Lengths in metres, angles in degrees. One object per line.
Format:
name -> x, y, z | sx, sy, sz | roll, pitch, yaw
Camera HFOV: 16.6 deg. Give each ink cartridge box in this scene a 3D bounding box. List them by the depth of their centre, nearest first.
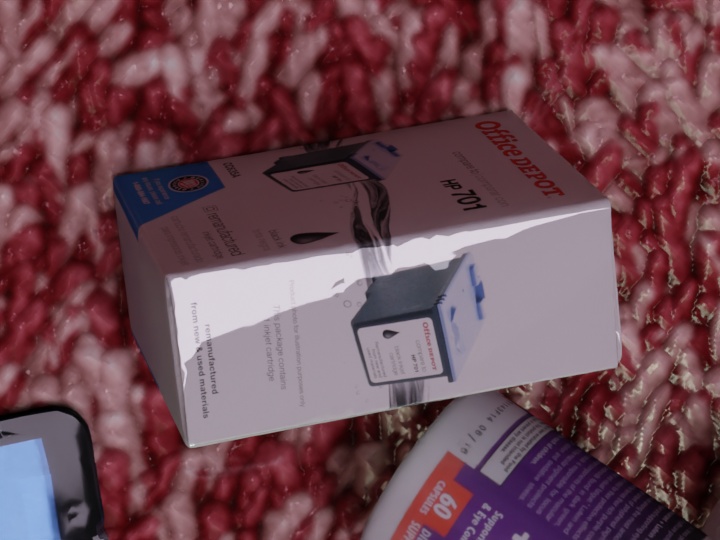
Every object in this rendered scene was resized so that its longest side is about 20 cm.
ink cartridge box -> 0.000, 0.000, 1.111 | 0.198, 0.146, 0.087 | -11, 112, -12

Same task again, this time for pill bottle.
pill bottle -> 0.106, 0.152, 1.170 | 0.199, 0.111, 0.112 | 34, 102, 14

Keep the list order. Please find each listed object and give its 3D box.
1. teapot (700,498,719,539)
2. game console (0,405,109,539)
teapot -> 0.270, 0.181, 1.238 | 0.199, 0.146, 0.199 | -7, 98, -26
game console -> -0.205, 0.180, 1.145 | 0.198, 0.173, 0.119 | -12, 140, -11
